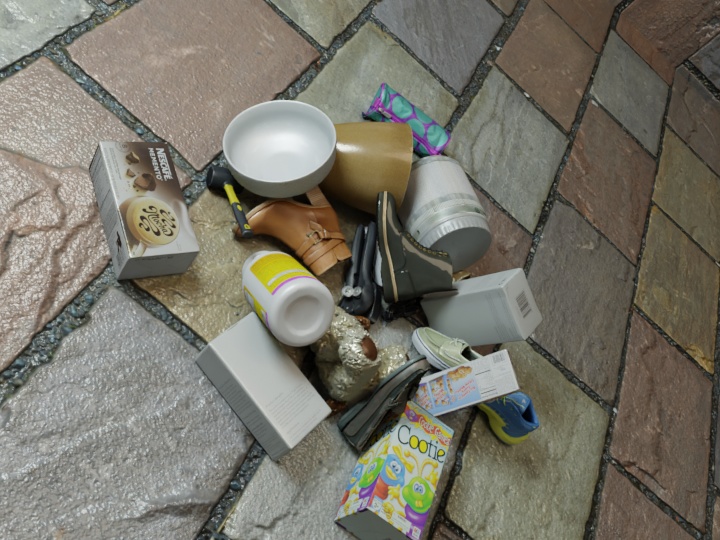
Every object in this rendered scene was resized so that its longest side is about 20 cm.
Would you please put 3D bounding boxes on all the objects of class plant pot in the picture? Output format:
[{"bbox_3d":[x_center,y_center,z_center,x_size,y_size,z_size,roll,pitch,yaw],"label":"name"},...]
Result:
[{"bbox_3d":[-0.020,-0.209,1.315,0.198,0.187,0.188,9,57,-12],"label":"plant pot"}]

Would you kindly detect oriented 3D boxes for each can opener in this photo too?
[{"bbox_3d":[0.000,0.000,1.269,0.079,0.063,0.202,47,38,-56],"label":"can opener"}]

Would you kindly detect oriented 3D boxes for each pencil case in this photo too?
[{"bbox_3d":[0.106,-0.324,1.522,0.199,0.085,0.093,34,33,-14],"label":"pencil case"}]

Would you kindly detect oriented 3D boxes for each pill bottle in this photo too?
[{"bbox_3d":[-0.123,0.033,1.069,0.103,0.105,0.200,12,14,-30],"label":"pill bottle"}]

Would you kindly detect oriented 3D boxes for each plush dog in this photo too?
[{"bbox_3d":[-0.031,0.132,1.139,0.200,0.160,0.173,29,28,-56],"label":"plush dog"}]

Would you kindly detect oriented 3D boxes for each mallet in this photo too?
[{"bbox_3d":[-0.202,-0.112,1.152,0.065,0.041,0.200,5,34,-37],"label":"mallet"}]

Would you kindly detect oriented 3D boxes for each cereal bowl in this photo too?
[{"bbox_3d":[-0.138,-0.200,1.193,0.198,0.084,0.202,1,53,-1],"label":"cereal bowl"}]

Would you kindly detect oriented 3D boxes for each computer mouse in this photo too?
[{"bbox_3d":[0.053,-0.003,1.320,0.109,0.044,0.201,-13,72,-39],"label":"computer mouse"}]

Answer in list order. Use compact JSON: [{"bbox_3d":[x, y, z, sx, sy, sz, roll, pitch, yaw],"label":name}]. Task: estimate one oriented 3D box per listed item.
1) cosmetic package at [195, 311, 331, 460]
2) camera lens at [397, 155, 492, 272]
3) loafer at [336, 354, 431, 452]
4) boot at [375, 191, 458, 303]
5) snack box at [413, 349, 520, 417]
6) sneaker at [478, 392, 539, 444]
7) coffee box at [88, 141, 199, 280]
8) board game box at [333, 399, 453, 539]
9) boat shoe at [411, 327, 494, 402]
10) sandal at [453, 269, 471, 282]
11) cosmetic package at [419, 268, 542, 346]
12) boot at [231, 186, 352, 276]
[{"bbox_3d":[-0.148,0.177,1.048,0.200,0.074,0.101,51,47,4],"label":"cosmetic package"},{"bbox_3d":[0.159,-0.115,1.364,0.159,0.160,0.201,6,48,-33],"label":"camera lens"},{"bbox_3d":[0.047,0.212,1.082,0.072,0.200,0.063,0,50,-55],"label":"loafer"},{"bbox_3d":[0.100,-0.048,1.251,0.137,0.077,0.202,-6,95,0],"label":"boot"},{"bbox_3d":[0.173,0.203,1.189,0.024,0.199,0.073,30,41,-61],"label":"snack box"},{"bbox_3d":[0.261,0.233,1.287,0.200,0.105,0.076,47,47,-3],"label":"sneaker"},{"bbox_3d":[-0.339,-0.096,1.066,0.112,0.080,0.202,-7,68,-37],"label":"coffee box"},{"bbox_3d":[0.056,0.323,1.085,0.103,0.105,0.201,37,48,-11],"label":"board game box"},{"bbox_3d":[0.180,0.157,1.253,0.199,0.062,0.072,37,30,28],"label":"boat shoe"},{"bbox_3d":[0.206,0.032,1.392,0.077,0.070,0.213,-17,74,-41],"label":"sandal"},{"bbox_3d":[0.221,0.076,1.276,0.081,0.199,0.114,-35,106,-41],"label":"cosmetic package"},{"bbox_3d":[-0.114,-0.056,1.208,0.199,0.074,0.156,-26,88,-30],"label":"boot"}]
